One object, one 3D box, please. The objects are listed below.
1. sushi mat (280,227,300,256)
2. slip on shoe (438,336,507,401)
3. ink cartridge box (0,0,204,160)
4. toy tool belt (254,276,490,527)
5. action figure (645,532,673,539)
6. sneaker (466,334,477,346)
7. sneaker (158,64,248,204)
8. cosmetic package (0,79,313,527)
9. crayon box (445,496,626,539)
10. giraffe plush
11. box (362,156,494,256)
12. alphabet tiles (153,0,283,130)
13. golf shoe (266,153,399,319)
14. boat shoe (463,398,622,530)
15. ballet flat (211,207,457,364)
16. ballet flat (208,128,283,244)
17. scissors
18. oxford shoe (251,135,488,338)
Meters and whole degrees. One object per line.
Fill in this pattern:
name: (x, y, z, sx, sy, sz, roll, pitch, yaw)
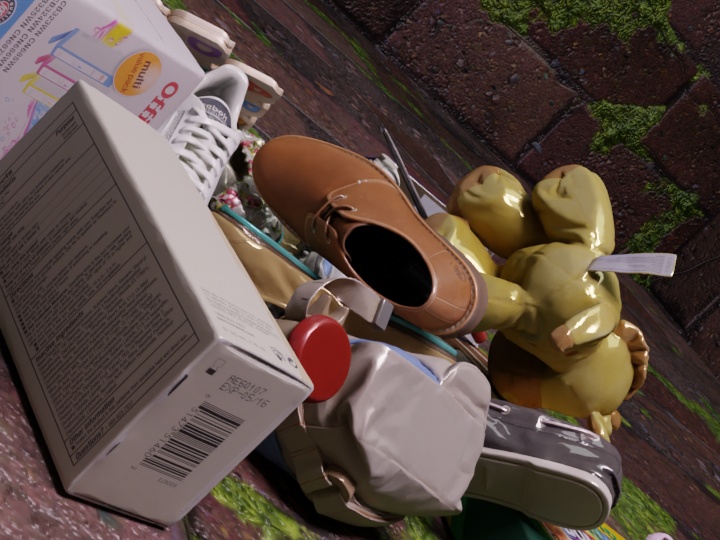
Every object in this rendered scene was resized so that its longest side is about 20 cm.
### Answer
sushi mat: (-0.021, -0.003, 1.082, 0.200, 0.012, 0.096, 22, 19, -8)
slip on shoe: (0.064, 0.081, 1.096, 0.076, 0.061, 0.200, 27, 15, -48)
ink cartridge box: (-0.199, -0.132, 0.806, 0.200, 0.129, 0.125, 27, 22, -54)
toy tool belt: (-0.022, 0.076, 0.806, 0.123, 0.125, 0.200, 7, -21, 40)
action figure: (0.262, 0.255, 0.946, 0.149, 0.134, 0.200, 6, -14, 13)
sneaker: (0.025, 0.005, 1.216, 0.200, 0.076, 0.081, 45, 3, -7)
sneaker: (-0.121, -0.067, 0.900, 0.076, 0.080, 0.200, 44, 29, -27)
cosmetic package: (-0.115, 0.012, 0.673, 0.073, 0.104, 0.200, 34, 18, -47)
crayon box: (0.149, 0.217, 0.978, 0.200, 0.058, 0.173, 40, 13, -25)
giraffe plush: (0.139, 0.037, 0.995, 0.200, 0.173, 0.162, 18, -35, 36)
box: (0.038, -0.053, 1.209, 0.121, 0.032, 0.200, 39, -2, -12)
alphabet tiles: (-0.158, -0.157, 1.022, 0.195, 0.015, 0.200, 26, -16, -13)
golf shoe: (0.000, 0.000, 1.015, 0.097, 0.078, 0.200, 35, 47, -8)
boat shoe: (0.074, 0.112, 0.913, 0.200, 0.067, 0.057, 19, 35, 13)
ballet flat: (-0.029, 0.032, 0.898, 0.200, 0.063, 0.069, 32, -6, -19)
ballet flat: (-0.100, -0.073, 1.032, 0.064, 0.076, 0.200, 51, 2, -29)
scissors: (0.060, -0.021, 1.066, 0.200, 0.014, 0.073, 65, 2, -45)
oxford shoe: (-0.006, -0.033, 0.896, 0.200, 0.071, 0.071, 37, 9, 30)
